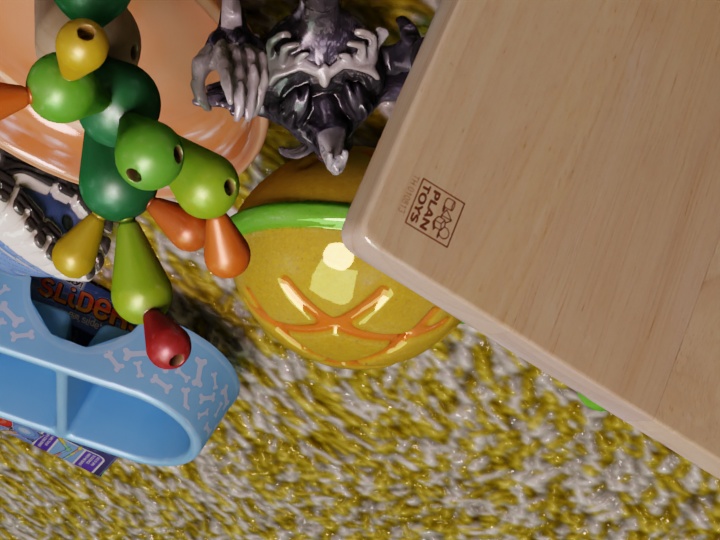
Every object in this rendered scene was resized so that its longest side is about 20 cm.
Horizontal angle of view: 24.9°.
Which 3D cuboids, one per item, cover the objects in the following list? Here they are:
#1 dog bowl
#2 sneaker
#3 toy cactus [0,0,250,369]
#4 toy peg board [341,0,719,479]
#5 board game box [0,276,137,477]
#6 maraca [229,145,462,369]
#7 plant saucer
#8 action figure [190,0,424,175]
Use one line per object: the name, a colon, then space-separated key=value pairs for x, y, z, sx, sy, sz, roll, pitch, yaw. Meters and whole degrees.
dog bowl: x=-0.175 y=0.062 z=0.998 sx=0.198 sy=0.050 sz=0.112 roll=18 pitch=147 yaw=1
sneaker: x=-0.231 y=-0.055 z=0.897 sx=0.089 sy=0.079 sz=0.200 roll=-11 pitch=136 yaw=35
toy cactus: x=-0.112 y=-0.071 z=0.670 sx=0.101 sy=0.165 sz=0.201 roll=-22 pitch=128 yaw=-8
toy peg board: x=0.094 y=-0.045 z=0.640 sx=0.198 sy=0.201 sz=0.098 roll=31 pitch=161 yaw=-20
board game box: x=-0.200 y=0.068 z=1.098 sx=0.135 sy=0.035 sz=0.200 roll=28 pitch=146 yaw=-13
maraca: x=0.000 y=0.000 z=0.835 sx=0.136 sy=0.108 sz=0.200 roll=9 pitch=166 yaw=9
plant saucer: x=-0.134 y=-0.113 z=0.799 sx=0.198 sy=0.038 sz=0.201 roll=14 pitch=146 yaw=9
action figure: x=-0.015 y=-0.098 z=0.687 sx=0.118 sy=0.103 sz=0.201 roll=-2 pitch=140 yaw=-3
